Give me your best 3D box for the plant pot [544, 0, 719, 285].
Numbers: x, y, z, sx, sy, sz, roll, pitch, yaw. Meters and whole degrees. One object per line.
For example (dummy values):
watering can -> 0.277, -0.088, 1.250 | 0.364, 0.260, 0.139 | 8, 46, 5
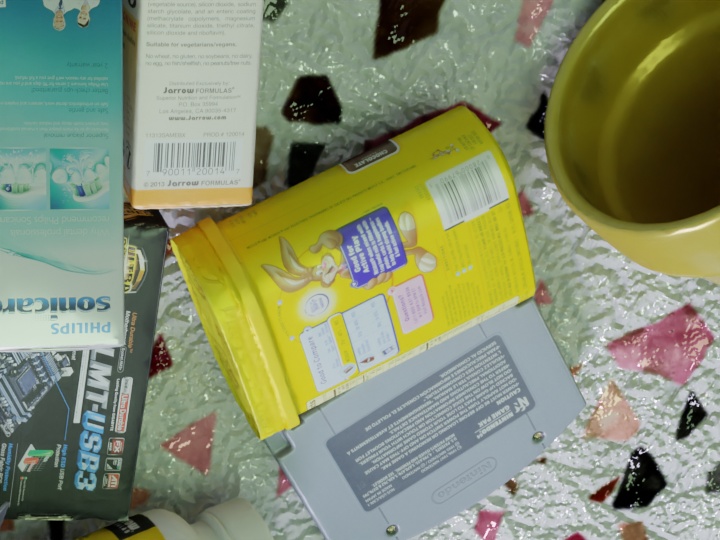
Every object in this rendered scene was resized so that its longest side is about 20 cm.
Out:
plant pot -> 0.245, -0.070, 1.282 | 0.201, 0.201, 0.189 | -48, 133, 5

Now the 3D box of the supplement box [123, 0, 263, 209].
supplement box -> -0.103, -0.149, 1.154 | 0.073, 0.126, 0.201 | -2, 112, -17

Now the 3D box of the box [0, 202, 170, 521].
box -> -0.226, 0.053, 1.243 | 0.197, 0.050, 0.201 | 2, 111, -21

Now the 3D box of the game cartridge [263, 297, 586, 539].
game cartridge -> 0.045, 0.101, 1.367 | 0.199, 0.042, 0.134 | -31, 123, -4

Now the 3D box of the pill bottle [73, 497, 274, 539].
pill bottle -> -0.150, 0.217, 1.298 | 0.199, 0.111, 0.112 | -20, 118, -24

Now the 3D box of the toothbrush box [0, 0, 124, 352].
toothbrush box -> -0.181, -0.061, 1.122 | 0.085, 0.146, 0.201 | -2, 94, -18

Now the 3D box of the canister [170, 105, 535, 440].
canister -> 0.000, 0.000, 1.267 | 0.199, 0.087, 0.149 | -26, 135, -10

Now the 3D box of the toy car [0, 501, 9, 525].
toy car -> -0.290, 0.198, 1.184 | 0.200, 0.164, 0.158 | -41, 99, -31
